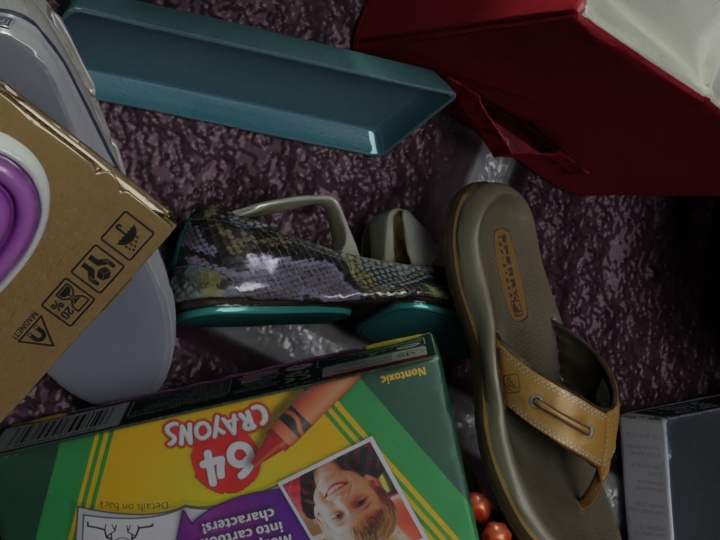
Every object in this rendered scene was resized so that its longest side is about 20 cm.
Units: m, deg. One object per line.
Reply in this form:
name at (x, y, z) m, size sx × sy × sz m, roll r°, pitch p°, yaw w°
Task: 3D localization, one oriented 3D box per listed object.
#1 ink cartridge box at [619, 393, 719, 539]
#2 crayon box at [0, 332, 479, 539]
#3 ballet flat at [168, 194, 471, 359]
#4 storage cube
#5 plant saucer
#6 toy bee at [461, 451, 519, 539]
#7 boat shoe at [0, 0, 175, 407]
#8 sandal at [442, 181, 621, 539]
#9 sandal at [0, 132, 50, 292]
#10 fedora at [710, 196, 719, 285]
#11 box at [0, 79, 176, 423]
ink cartridge box at (0.240, 0.166, 1.032) m, size 0.198 × 0.043 × 0.201 m, roll -8°, pitch 97°, yaw -32°
crayon box at (-0.045, 0.135, 0.791) m, size 0.199 × 0.058 × 0.173 m, roll -13°, pitch 99°, yaw 1°
ballet flat at (0.000, 0.000, 0.863) m, size 0.200 × 0.072 × 0.072 m, roll 8°, pitch 88°, yaw -33°
storage cube at (0.136, -0.147, 0.873) m, size 0.171 × 0.180 × 0.200 m, roll 30°, pitch 76°, yaw -29°
plant saucer at (-0.055, -0.090, 0.826) m, size 0.200 × 0.070 × 0.019 m, roll 10°, pitch 63°, yaw -31°
toy bee at (0.066, 0.150, 0.872) m, size 0.131 × 0.109 × 0.200 m, roll 41°, pitch 43°, yaw 15°
boat shoe at (-0.126, -0.033, 0.778) m, size 0.070 × 0.071 × 0.200 m, roll -84°, pitch 159°, yaw -54°
sandal at (0.091, 0.052, 0.841) m, size 0.080 × 0.054 × 0.201 m, roll -11°, pitch 87°, yaw -55°
sandal at (-0.190, 0.034, 0.686) m, size 0.082 × 0.050 × 0.203 m, roll 27°, pitch 105°, yaw -22°
fedora at (0.263, -0.006, 1.006) m, size 0.200 × 0.092 × 0.201 m, roll 3°, pitch 84°, yaw -28°
box at (-0.198, 0.005, 0.713) m, size 0.163 × 0.021 × 0.200 m, roll 39°, pitch 100°, yaw -24°
